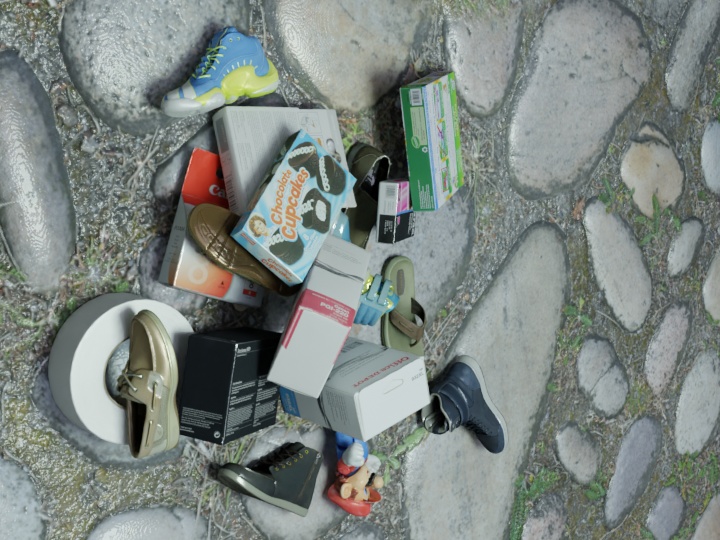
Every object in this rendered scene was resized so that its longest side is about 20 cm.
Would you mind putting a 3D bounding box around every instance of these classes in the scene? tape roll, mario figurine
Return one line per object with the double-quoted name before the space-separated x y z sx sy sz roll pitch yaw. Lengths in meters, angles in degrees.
"tape roll" -0.321 0.134 1.456 0.202 0.071 0.204 -9 103 -41
"mario figurine" 0.004 0.309 1.752 0.123 0.106 0.201 -16 106 -41

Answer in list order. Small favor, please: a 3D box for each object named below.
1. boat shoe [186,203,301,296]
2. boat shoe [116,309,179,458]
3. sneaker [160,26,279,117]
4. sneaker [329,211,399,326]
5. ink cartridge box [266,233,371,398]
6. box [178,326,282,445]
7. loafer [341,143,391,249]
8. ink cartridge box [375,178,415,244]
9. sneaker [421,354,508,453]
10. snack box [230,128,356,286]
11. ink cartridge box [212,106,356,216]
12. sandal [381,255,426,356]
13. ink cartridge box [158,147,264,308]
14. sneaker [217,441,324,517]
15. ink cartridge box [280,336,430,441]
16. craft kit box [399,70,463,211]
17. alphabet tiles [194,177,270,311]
"boat shoe" -0.171 -0.024 1.496 0.200 0.063 0.074 40 70 -31
"boat shoe" -0.285 0.152 1.400 0.065 0.072 0.201 -17 113 -39
"sneaker" -0.208 -0.282 1.493 0.200 0.076 0.106 -25 101 -44
"sneaker" 0.000 0.000 1.648 0.080 0.130 0.201 -68 165 -55
"ink cartridge box" -0.058 0.062 1.536 0.084 0.200 0.146 22 123 -6
"box" -0.180 0.159 1.522 0.200 0.078 0.142 0 101 -74
"loafer" 0.000 -0.105 1.698 0.075 0.069 0.201 11 90 -42
"ink cartridge box" 0.064 -0.099 1.710 0.200 0.037 0.095 -29 123 -76
"sneaker" 0.186 0.277 1.914 0.146 0.077 0.203 -43 114 -41
"snack box" -0.092 -0.091 1.503 0.116 0.037 0.201 41 55 -22
"ink cartridge box" -0.111 -0.159 1.565 0.199 0.050 0.162 -6 80 -40
"sandal" 0.078 0.076 1.806 0.080 0.057 0.202 -20 110 -37
"ink cartridge box" -0.191 -0.058 1.533 0.162 0.050 0.201 16 89 -43
"sneaker" -0.139 0.306 1.654 0.200 0.075 0.107 38 68 -48
"ink cartridge box" -0.013 0.178 1.648 0.145 0.199 0.084 -25 113 -36
"craft kit box" 0.121 -0.216 1.745 0.197 0.048 0.201 -38 124 -63
"alphabet tiles" -0.174 -0.049 1.592 0.200 0.015 0.196 -35 119 -32
